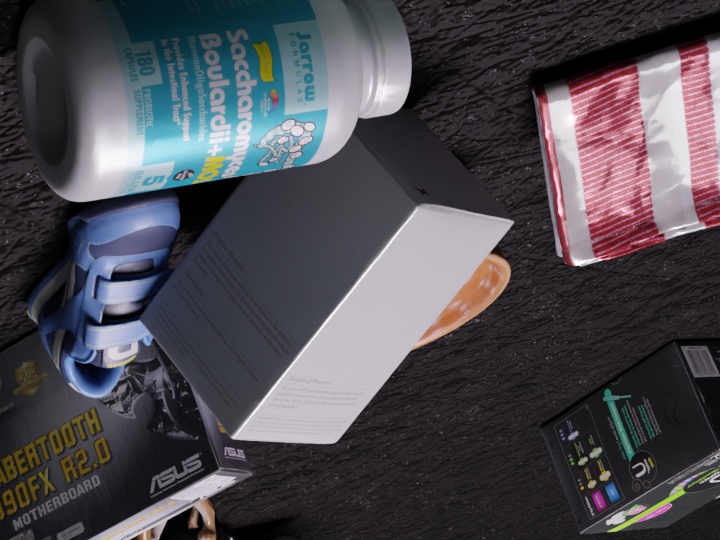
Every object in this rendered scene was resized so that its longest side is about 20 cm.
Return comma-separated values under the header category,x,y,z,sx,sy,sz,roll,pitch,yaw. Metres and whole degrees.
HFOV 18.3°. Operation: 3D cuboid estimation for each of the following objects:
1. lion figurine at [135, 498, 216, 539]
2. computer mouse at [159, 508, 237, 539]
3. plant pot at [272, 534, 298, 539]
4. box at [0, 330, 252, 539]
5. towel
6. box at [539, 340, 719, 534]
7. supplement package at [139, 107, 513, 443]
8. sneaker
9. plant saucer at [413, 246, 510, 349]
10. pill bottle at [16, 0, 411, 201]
category,x,y,z,sx,sy,sz,roll,pitch,yaw
lion figurine,-0.177,0.175,1.867,0.072,0.123,0.200,0,-178,16
computer mouse,-0.180,0.259,2.125,0.138,0.053,0.200,-19,172,-12
plant pot,-0.127,0.384,2.247,0.200,0.182,0.199,-15,168,-37
box,-0.189,0.113,1.575,0.200,0.159,0.048,-28,161,21
towel,0.223,-0.089,1.521,0.200,0.023,0.144,-16,122,-6
box,0.312,0.169,2.253,0.148,0.124,0.200,2,149,-44
supplement package,-0.022,0.000,1.425,0.200,0.117,0.117,-51,149,20
sneaker,-0.159,0.013,1.462,0.074,0.082,0.200,-9,155,-26
plant saucer,0.017,0.021,1.716,0.200,0.037,0.200,-18,161,-7
pill bottle,-0.076,-0.105,1.200,0.200,0.111,0.111,-11,158,-25
